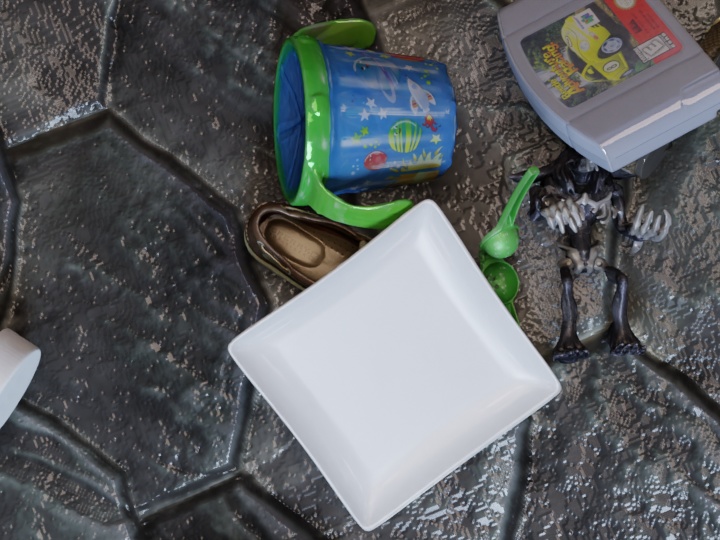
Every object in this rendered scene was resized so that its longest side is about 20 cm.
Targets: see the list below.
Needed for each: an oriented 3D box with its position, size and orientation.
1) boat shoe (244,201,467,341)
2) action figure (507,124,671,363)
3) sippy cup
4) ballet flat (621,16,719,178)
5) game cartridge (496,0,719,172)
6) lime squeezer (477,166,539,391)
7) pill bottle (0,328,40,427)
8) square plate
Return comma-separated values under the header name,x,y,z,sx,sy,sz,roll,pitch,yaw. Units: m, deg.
name,x,y,z,sx,sy,sz,roll,pitch,yaw
boat shoe,-0.003,0.006,1.531,0.202,0.075,0.075,23,80,2
action figure,0.188,-0.030,1.532,0.119,0.102,0.201,-3,80,-18
sippy cup,0.005,-0.120,1.532,0.130,0.140,0.178,-1,89,-13
ballet flat,0.264,-0.154,1.561,0.046,0.067,0.200,30,64,22
game cartridge,0.194,-0.170,1.537,0.133,0.041,0.200,-31,49,0
lime squeezer,0.117,-0.003,1.528,0.038,0.071,0.200,-9,119,-12
pill bottle,-0.358,0.048,1.493,0.200,0.110,0.110,31,80,4
square plate,0.028,0.074,1.507,0.198,0.028,0.200,-36,108,0
